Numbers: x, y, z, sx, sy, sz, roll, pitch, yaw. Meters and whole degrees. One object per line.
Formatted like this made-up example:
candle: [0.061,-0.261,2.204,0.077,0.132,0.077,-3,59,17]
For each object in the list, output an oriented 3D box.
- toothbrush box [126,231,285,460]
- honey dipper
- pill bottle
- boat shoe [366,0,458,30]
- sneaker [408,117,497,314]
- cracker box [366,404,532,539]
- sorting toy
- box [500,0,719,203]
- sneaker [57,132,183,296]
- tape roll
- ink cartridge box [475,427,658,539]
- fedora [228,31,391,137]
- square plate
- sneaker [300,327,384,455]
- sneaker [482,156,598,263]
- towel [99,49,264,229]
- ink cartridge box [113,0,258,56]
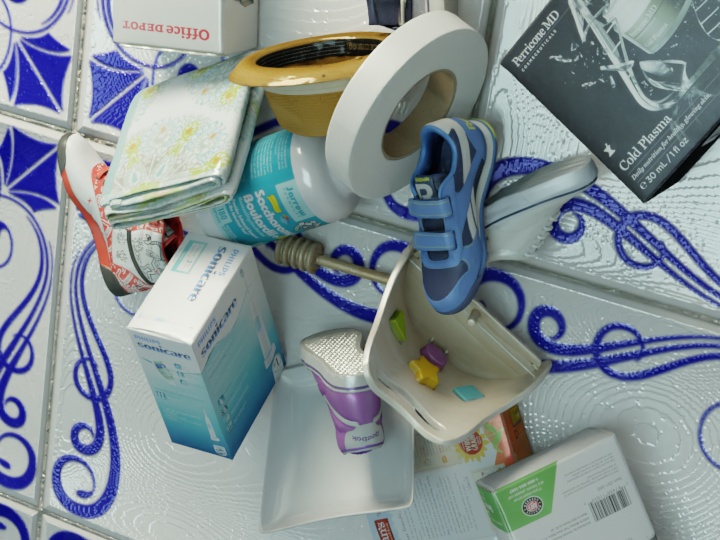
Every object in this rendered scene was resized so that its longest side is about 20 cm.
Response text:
toothbrush box: [-0.164,0.083,1.708,0.084,0.147,0.201,13,142,22]
honey dipper: [0.000,0.000,1.714,0.198,0.038,0.038,16,110,20]
pill bottle: [-0.076,-0.095,1.683,0.198,0.111,0.112,-17,96,29]
boat shoe: [0.046,-0.336,1.578,0.092,0.075,0.203,3,105,19]
sneaker: [0.082,-0.057,1.569,0.073,0.082,0.203,0,84,42]
cracker box: [0.093,0.226,1.715,0.198,0.058,0.135,-15,95,28]
sorting toy: [0.074,0.097,1.604,0.200,0.180,0.107,43,124,-1]
box: [0.277,-0.209,1.473,0.197,0.124,0.200,45,118,11]
sneaker: [-0.270,-0.076,1.811,0.107,0.067,0.203,-15,100,28]
tape roll: [0.047,-0.163,1.553,0.037,0.202,0.204,40,117,23]
ink cartridge box: [0.226,0.285,1.613,0.145,0.084,0.202,-23,94,-9]
fedora: [-0.034,-0.187,1.600,0.198,0.201,0.083,1,112,26]
square plate: [-0.017,0.185,1.716,0.196,0.028,0.202,-15,55,29]
sneaker: [-0.019,0.135,1.681,0.072,0.201,0.116,-11,107,-6]
sneaker: [0.170,-0.053,1.604,0.199,0.073,0.071,-27,101,38]
towel: [-0.189,-0.141,1.697,0.170,0.202,0.048,-12,138,28]
ink cartridge box: [-0.188,-0.340,1.688,0.144,0.087,0.203,9,106,24]
